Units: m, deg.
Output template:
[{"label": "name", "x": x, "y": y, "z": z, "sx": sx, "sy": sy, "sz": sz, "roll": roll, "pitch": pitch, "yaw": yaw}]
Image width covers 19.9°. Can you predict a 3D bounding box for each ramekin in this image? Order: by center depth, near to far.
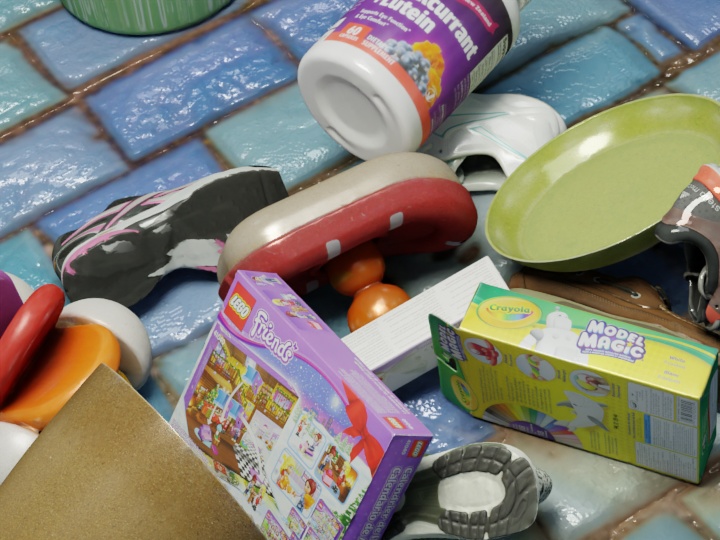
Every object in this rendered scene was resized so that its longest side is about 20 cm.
[{"label": "ramekin", "x": -0.189, "y": -0.299, "z": 1.808, "sx": 0.200, "sy": 0.098, "sz": 0.200, "roll": -3, "pitch": 48, "yaw": 3}]

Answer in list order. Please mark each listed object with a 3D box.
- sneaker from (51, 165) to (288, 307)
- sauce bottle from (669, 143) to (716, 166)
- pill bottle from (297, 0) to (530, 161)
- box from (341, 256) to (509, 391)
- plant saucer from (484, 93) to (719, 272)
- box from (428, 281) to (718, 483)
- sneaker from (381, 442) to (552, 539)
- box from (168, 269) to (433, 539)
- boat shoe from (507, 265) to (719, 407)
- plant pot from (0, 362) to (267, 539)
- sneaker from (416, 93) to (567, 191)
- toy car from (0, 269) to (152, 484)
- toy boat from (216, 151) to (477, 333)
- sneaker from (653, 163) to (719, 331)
[{"label": "sneaker", "x": -0.150, "y": -0.038, "z": 1.589, "sx": 0.200, "sy": 0.080, "sz": 0.086, "roll": -19, "pitch": 28, "yaw": -23}, {"label": "sauce bottle", "x": 0.277, "y": -0.069, "z": 1.546, "sx": 0.200, "sy": 0.066, "sz": 0.066, "roll": -16, "pitch": 43, "yaw": 25}, {"label": "pill bottle", "x": 0.053, "y": -0.184, "z": 1.579, "sx": 0.111, "sy": 0.112, "sz": 0.200, "roll": 27, "pitch": 59, "yaw": 27}, {"label": "box", "x": 0.018, "y": 0.060, "z": 1.473, "sx": 0.200, "sy": 0.039, "sz": 0.041, "roll": -30, "pitch": 52, "yaw": -1}, {"label": "plant saucer", "x": 0.187, "y": -0.059, "z": 1.517, "sx": 0.200, "sy": 0.031, "sz": 0.200, "roll": -24, "pitch": 27, "yaw": 13}, {"label": "box", "x": 0.146, "y": 0.075, "z": 1.425, "sx": 0.200, "sy": 0.117, "sz": 0.048, "roll": 15, "pitch": 58, "yaw": 18}, {"label": "sneaker", "x": 0.043, "y": 0.155, "z": 1.409, "sx": 0.200, "sy": 0.089, "sz": 0.077, "roll": -1, "pitch": 84, "yaw": 28}, {"label": "box", "x": -0.046, "y": 0.110, "z": 1.396, "sx": 0.039, "sy": 0.137, "sz": 0.200, "roll": 6, "pitch": 29, "yaw": -42}, {"label": "boat shoe", "x": 0.197, "y": 0.035, "z": 1.486, "sx": 0.200, "sy": 0.072, "sz": 0.068, "roll": 20, "pitch": 54, "yaw": 22}, {"label": "plant pot", "x": -0.181, "y": 0.194, "z": 1.332, "sx": 0.200, "sy": 0.186, "sz": 0.186, "roll": -41, "pitch": 55, "yaw": -10}, {"label": "sneaker", "x": 0.059, "y": -0.110, "z": 1.634, "sx": 0.200, "sy": 0.070, "sz": 0.080, "roll": 14, "pitch": 54, "yaw": 17}, {"label": "toy car", "x": -0.255, "y": 0.065, "z": 1.454, "sx": 0.200, "sy": 0.150, "sz": 0.175, "roll": 15, "pitch": 52, "yaw": 18}, {"label": "toy boat", "x": 0.000, "y": 0.000, "z": 1.526, "sx": 0.200, "sy": 0.131, "sz": 0.131, "roll": -25, "pitch": 81, "yaw": -15}, {"label": "sneaker", "x": 0.268, "y": 0.017, "z": 1.439, "sx": 0.082, "sy": 0.200, "sz": 0.077, "roll": -40, "pitch": 23, "yaw": -3}]
